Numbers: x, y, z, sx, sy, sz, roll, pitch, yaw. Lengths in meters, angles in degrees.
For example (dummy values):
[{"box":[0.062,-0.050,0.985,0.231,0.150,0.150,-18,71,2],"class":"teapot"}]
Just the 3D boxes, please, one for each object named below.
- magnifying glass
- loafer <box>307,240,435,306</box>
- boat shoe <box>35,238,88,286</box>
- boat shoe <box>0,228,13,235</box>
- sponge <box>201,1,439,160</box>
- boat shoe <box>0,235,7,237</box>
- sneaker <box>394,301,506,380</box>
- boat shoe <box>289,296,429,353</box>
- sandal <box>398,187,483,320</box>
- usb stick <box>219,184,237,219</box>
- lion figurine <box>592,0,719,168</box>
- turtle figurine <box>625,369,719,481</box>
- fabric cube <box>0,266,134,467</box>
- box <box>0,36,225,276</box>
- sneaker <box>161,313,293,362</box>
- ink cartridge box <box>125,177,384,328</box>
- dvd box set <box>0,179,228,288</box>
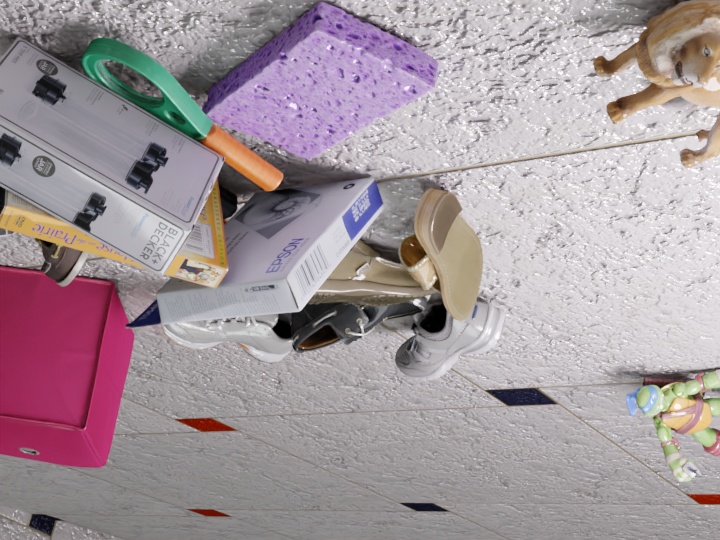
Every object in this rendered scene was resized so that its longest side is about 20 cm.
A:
[{"box":[-0.147,-0.130,1.085,0.200,0.023,0.079,37,156,-26],"class":"magnifying glass"},{"box":[0.000,0.000,1.380,0.199,0.068,0.076,2,169,-35],"class":"loafer"},{"box":[-0.311,-0.042,1.370,0.059,0.072,0.200,22,152,-20],"class":"boat shoe"},{"box":[-0.294,-0.079,1.146,0.060,0.072,0.201,17,-159,-9],"class":"boat shoe"},{"box":[-0.038,-0.148,1.046,0.111,0.030,0.200,21,156,-27],"class":"sponge"},{"box":[-0.383,-0.068,1.290,0.198,0.074,0.068,7,173,38],"class":"boat shoe"},{"box":[0.092,0.071,1.547,0.082,0.075,0.200,30,146,-17],"class":"sneaker"},{"box":[-0.001,0.056,1.523,0.199,0.068,0.072,-13,150,36],"class":"boat shoe"},{"box":[0.070,-0.026,1.304,0.069,0.078,0.212,21,159,24],"class":"sandal"},{"box":[-0.195,-0.096,1.236,0.055,0.033,0.200,-12,152,33],"class":"usb stick"},{"box":[0.254,-0.139,0.939,0.122,0.073,0.199,-22,160,36],"class":"lion figurine"},{"box":[0.456,0.202,1.640,0.193,0.145,0.199,17,161,-34],"class":"turtle figurine"},{"box":[-0.414,0.127,1.660,0.194,0.202,0.200,9,159,-1],"class":"fabric cube"},{"box":[-0.220,-0.093,1.048,0.199,0.117,0.060,29,125,-12],"class":"box"},{"box":[-0.151,0.057,1.586,0.199,0.076,0.092,13,153,-35],"class":"sneaker"},{"box":[-0.103,-0.018,1.208,0.199,0.200,0.041,-8,116,30],"class":"ink cartridge box"},{"box":[-0.213,-0.069,1.107,0.199,0.147,0.029,17,130,-29],"class":"dvd box set"}]
